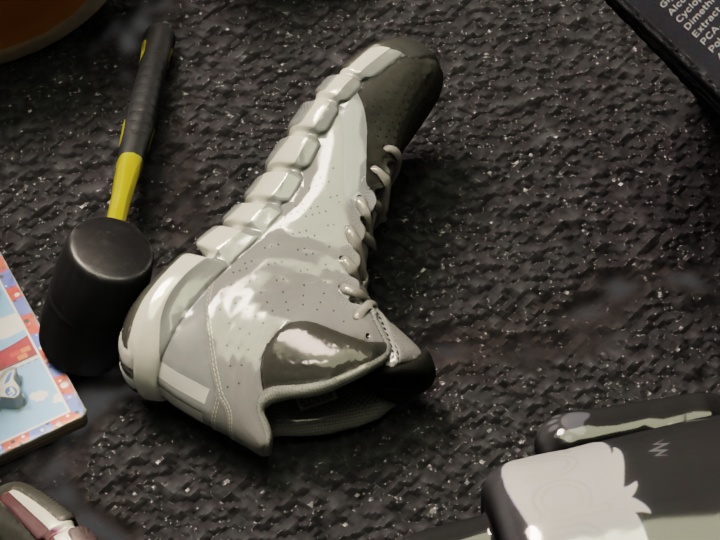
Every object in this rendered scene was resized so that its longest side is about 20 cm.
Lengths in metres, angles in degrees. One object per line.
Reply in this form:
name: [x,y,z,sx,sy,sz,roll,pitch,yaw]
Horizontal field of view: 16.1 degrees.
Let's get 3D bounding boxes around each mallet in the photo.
mallet: [-0.107,-0.034,1.131,0.041,0.066,0.201,16,35,-8]

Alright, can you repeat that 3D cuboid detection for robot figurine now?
robot figurine: [0.115,0.120,0.924,0.198,0.125,0.152,-12,85,-4]

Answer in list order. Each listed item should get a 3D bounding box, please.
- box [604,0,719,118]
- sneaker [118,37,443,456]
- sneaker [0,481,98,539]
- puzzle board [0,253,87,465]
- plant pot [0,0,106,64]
box: [0.197,-0.092,1.021,0.118,0.196,0.200,-47,56,6]
sneaker: [0.000,0.000,1.073,0.115,0.075,0.200,32,71,22]
sneaker: [-0.118,0.173,0.937,0.115,0.076,0.200,-33,56,-16]
puzzle board: [-0.235,0.050,1.085,0.199,0.017,0.151,-24,53,-14]
plant pot: [-0.196,-0.203,1.188,0.199,0.201,0.184,-20,67,-10]
